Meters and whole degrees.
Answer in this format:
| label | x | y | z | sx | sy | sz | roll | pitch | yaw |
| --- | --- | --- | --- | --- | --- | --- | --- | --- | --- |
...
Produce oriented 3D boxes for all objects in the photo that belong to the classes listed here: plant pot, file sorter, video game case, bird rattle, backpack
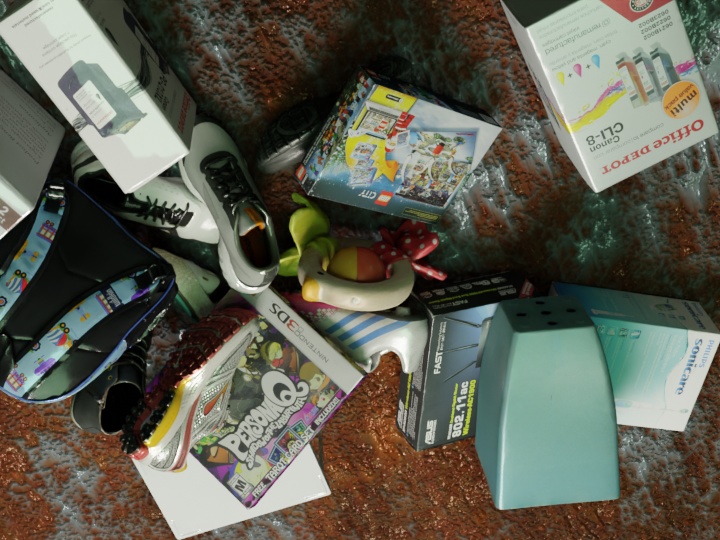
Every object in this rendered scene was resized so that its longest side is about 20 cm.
| label | x | y | z | sx | sy | sz | roll | pitch | yaw |
| --- | --- | --- | --- | --- | --- | --- | --- | --- | --- |
| plant pot | 0.208 | 0.138 | 1.178 | 0.140 | 0.142 | 0.202 | -4 | 111 | -3 |
| file sorter | -0.154 | 0.212 | 1.282 | 0.198 | 0.125 | 0.140 | -18 | 120 | 5 |
| video game case | -0.122 | 0.131 | 1.174 | 0.181 | 0.036 | 0.200 | 42 | 92 | 9 |
| bird rattle | 0.000 | 0.000 | 1.165 | 0.198 | 0.163 | 0.113 | 15 | 119 | -8 |
| backpack | -0.309 | 0.035 | 1.071 | 0.182 | 0.135 | 0.200 | 39 | 73 | -1 |

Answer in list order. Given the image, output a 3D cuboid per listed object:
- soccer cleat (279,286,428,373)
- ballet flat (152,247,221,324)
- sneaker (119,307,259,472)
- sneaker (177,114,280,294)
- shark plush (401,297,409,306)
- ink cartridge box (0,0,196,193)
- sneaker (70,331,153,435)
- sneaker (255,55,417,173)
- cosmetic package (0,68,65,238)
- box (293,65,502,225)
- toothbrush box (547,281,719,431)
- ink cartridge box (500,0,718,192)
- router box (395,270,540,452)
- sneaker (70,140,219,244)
| label | x | y | z | sx | sy | sz | roll | pitch | yaw |
| --- | --- | --- | --- | --- | --- | --- | --- | --- | --- |
| soccer cleat | -0.016 | 0.069 | 1.199 | 0.199 | 0.070 | 0.087 | 9 | 100 | 30 |
| ballet flat | -0.180 | 0.036 | 1.230 | 0.062 | 0.067 | 0.201 | -39 | 122 | -13 |
| sneaker | -0.173 | 0.127 | 1.134 | 0.082 | 0.078 | 0.201 | 44 | 77 | -36 |
| sneaker | -0.133 | -0.076 | 1.122 | 0.074 | 0.079 | 0.202 | -23 | 91 | -26 |
| shark plush | 0.017 | 0.073 | 1.278 | 0.199 | 0.091 | 0.083 | -37 | 142 | -1 |
| ink cartridge box | -0.252 | -0.198 | 1.037 | 0.084 | 0.145 | 0.201 | -29 | 117 | 10 |
| sneaker | -0.258 | 0.088 | 1.173 | 0.074 | 0.106 | 0.202 | 19 | 79 | -29 |
| sneaker | -0.019 | -0.147 | 1.132 | 0.199 | 0.076 | 0.091 | -25 | 126 | 12 |
| cosmetic package | -0.420 | -0.108 | 1.040 | 0.165 | 0.200 | 0.165 | -38 | 115 | 15 |
| box | 0.042 | -0.127 | 1.113 | 0.199 | 0.038 | 0.137 | 10 | 123 | -43 |
| toothbrush box | 0.319 | 0.107 | 1.292 | 0.198 | 0.085 | 0.148 | 7 | 117 | -8 |
| ink cartridge box | 0.253 | -0.215 | 1.077 | 0.144 | 0.145 | 0.201 | -26 | 119 | 9 |
| router box | 0.126 | 0.108 | 1.259 | 0.149 | 0.062 | 0.202 | -10 | 122 | -24 |
| sneaker | -0.227 | -0.072 | 1.148 | 0.199 | 0.080 | 0.074 | 22 | 113 | -18 |
